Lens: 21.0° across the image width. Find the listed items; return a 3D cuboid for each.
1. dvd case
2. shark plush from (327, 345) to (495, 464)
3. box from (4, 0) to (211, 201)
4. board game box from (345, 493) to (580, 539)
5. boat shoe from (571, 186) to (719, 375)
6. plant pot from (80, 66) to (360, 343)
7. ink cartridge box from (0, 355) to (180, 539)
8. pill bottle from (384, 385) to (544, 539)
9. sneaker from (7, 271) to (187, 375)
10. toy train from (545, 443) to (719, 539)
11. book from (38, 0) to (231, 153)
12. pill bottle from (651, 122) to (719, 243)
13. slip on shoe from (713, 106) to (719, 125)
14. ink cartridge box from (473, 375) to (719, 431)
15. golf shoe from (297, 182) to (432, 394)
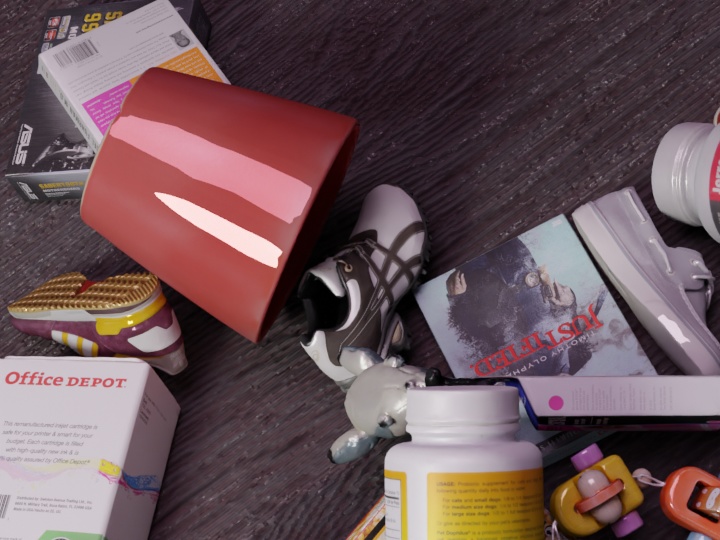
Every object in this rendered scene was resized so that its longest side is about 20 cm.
[{"bbox_3d":[0.142,0.059,1.554,0.146,0.022,0.200,-26,54,2],"label":"dvd case"},{"bbox_3d":[0.047,0.088,1.464,0.083,0.200,0.091,12,65,-24],"label":"shark plush"},{"bbox_3d":[-0.234,-0.162,1.819,0.158,0.048,0.200,-3,57,19],"label":"box"},{"bbox_3d":[0.054,0.236,1.406,0.151,0.046,0.200,42,76,1],"label":"board game box"},{"bbox_3d":[0.241,0.008,1.529,0.068,0.072,0.200,-32,43,0],"label":"boat shoe"},{"bbox_3d":[-0.119,-0.067,1.588,0.177,0.200,0.201,25,67,4],"label":"plant pot"},{"bbox_3d":[-0.244,0.176,1.576,0.145,0.084,0.200,0,59,20],"label":"ink cartridge box"},{"bbox_3d":[0.071,0.180,1.327,0.109,0.109,0.200,-1,88,19],"label":"pill bottle"},{"bbox_3d":[-0.227,0.055,1.660,0.075,0.090,0.200,-36,22,-34],"label":"sneaker"},{"bbox_3d":[0.197,0.205,1.381,0.150,0.056,0.200,33,75,1],"label":"toy train"},{"bbox_3d":[-0.180,-0.140,1.727,0.133,0.048,0.200,-27,69,-20],"label":"book"},{"bbox_3d":[0.329,-0.066,1.499,0.200,0.111,0.111,10,61,44],"label":"pill bottle"},{"bbox_3d":[0.380,-0.114,1.558,0.200,0.061,0.074,13,65,28],"label":"slip on shoe"},{"bbox_3d":[0.185,0.098,1.439,0.200,0.095,0.037,2,79,5],"label":"ink cartridge box"},{"bbox_3d":[0.000,0.000,1.590,0.078,0.094,0.200,-24,45,39],"label":"golf shoe"}]
